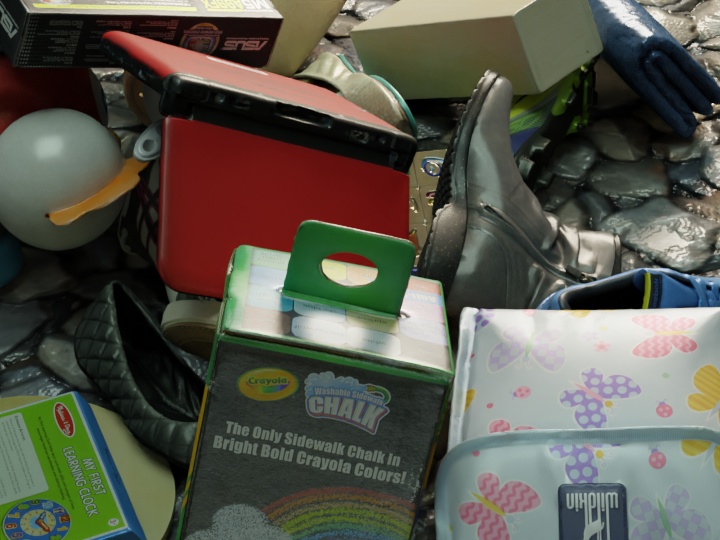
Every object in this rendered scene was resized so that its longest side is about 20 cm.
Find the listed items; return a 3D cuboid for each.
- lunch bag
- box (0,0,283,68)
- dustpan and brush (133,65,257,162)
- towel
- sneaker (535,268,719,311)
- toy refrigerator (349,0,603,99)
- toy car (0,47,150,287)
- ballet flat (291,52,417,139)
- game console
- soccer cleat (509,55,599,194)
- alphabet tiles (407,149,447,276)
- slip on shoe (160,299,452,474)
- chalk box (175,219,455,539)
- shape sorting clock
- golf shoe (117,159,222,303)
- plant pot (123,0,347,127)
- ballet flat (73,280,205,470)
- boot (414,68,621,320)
[{"bbox_3d":[0.131,0.118,0.849,0.168,0.128,0.201,0,45,13],"label":"lunch bag"},{"bbox_3d":[-0.176,-0.204,1.088,0.199,0.044,0.160,-6,45,-37],"label":"box"},{"bbox_3d":[-0.112,-0.110,1.079,0.139,0.057,0.200,38,41,-1],"label":"dustpan and brush"},{"bbox_3d":[0.203,-0.191,1.228,0.049,0.112,0.200,-43,40,10],"label":"towel"},{"bbox_3d":[0.202,0.032,0.957,0.198,0.079,0.066,-3,60,-11],"label":"sneaker"},{"bbox_3d":[0.087,-0.175,1.209,0.076,0.070,0.199,-35,24,-30],"label":"toy refrigerator"},{"bbox_3d":[-0.211,-0.078,1.076,0.199,0.185,0.177,18,44,36],"label":"toy car"},{"bbox_3d":[-0.012,-0.119,1.195,0.062,0.068,0.200,-26,21,-7],"label":"ballet flat"},{"bbox_3d":[-0.070,-0.061,1.021,0.199,0.119,0.172,11,16,-40],"label":"game console"},{"bbox_3d":[0.124,-0.116,1.184,0.083,0.065,0.200,12,43,25],"label":"soccer cleat"},{"bbox_3d":[0.000,0.000,1.063,0.166,0.008,0.201,-5,53,-4],"label":"alphabet tiles"},{"bbox_3d":[-0.035,0.071,0.963,0.198,0.076,0.061,17,76,7],"label":"slip on shoe"},{"bbox_3d":[-0.022,0.066,0.834,0.123,0.201,0.124,12,21,-5],"label":"chalk box"},{"bbox_3d":[-0.210,0.143,0.934,0.198,0.039,0.201,-2,36,2],"label":"shape sorting clock"},{"bbox_3d":[-0.125,-0.019,1.110,0.088,0.077,0.201,-33,45,25],"label":"golf shoe"},{"bbox_3d":[-0.113,-0.204,1.261,0.186,0.188,0.201,8,55,17],"label":"plant pot"},{"bbox_3d":[-0.122,0.072,0.985,0.066,0.057,0.200,-3,28,-44],"label":"ballet flat"},{"bbox_3d":[0.115,-0.036,1.059,0.131,0.070,0.201,16,62,-1],"label":"boot"}]
